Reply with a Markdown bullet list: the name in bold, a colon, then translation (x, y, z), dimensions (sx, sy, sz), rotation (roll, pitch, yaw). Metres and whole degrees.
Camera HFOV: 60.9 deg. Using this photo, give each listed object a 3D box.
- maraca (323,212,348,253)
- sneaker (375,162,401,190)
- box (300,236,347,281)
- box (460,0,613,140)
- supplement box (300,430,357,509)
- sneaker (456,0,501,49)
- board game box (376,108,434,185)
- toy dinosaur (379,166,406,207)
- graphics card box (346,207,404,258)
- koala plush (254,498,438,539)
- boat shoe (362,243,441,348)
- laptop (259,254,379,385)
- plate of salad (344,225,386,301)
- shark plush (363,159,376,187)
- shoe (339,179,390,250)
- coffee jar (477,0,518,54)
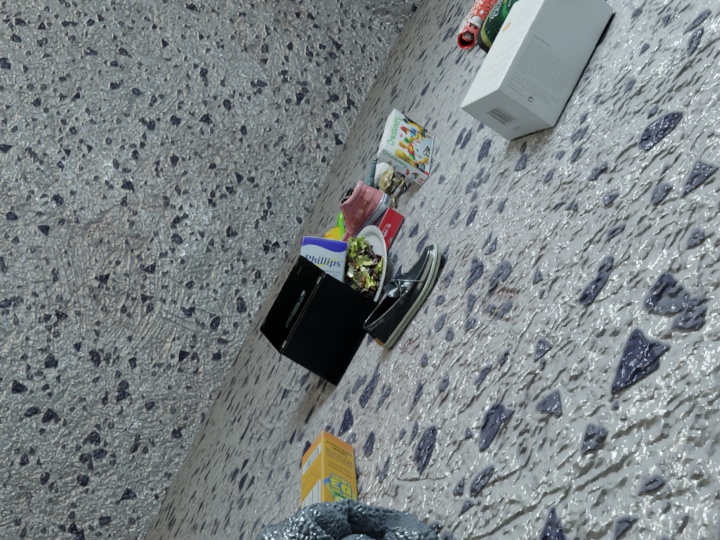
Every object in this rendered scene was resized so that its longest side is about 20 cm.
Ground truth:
- **maraca**: translation (-0.060, -0.063, 1.647), dimensions (0.138, 0.105, 0.202), rotation (112, 162, -47)
- **sneaker**: translation (0.092, -0.261, 1.645), dimensions (0.200, 0.074, 0.101), rotation (143, 134, -60)
- **box**: translation (-0.097, 0.037, 1.420), dimensions (0.184, 0.103, 0.203), rotation (134, 144, -82)
- **box**: translation (0.267, -0.325, 0.950), dimensions (0.202, 0.105, 0.152), rotation (-62, 12, -2)
- **supplement box**: translation (-0.045, 0.321, 0.880), dimensions (0.069, 0.066, 0.200), rotation (-54, 14, 15)
- **sneaker**: translation (0.317, -0.669, 1.603), dimensions (0.201, 0.067, 0.109), rotation (-47, 19, 59)
- **board game box**: translation (0.112, -0.299, 1.471), dimensions (0.035, 0.125, 0.201), rotation (-50, 17, 39)
- **toy dinosaur**: translation (0.073, -0.226, 1.548), dimensions (0.101, 0.057, 0.202), rotation (-123, 45, -57)
- **graphics card box**: translation (0.031, -0.078, 1.486), dimensions (0.127, 0.050, 0.200), rotation (-63, 12, -7)
- **koala plush**: translation (-0.002, 0.313, 0.534), dimensions (0.179, 0.183, 0.200), rotation (-62, 24, -4)
- **boat shoe**: translation (0.072, 0.037, 1.045), dimensions (0.201, 0.062, 0.075), rotation (-58, 11, 10)
- **laptop**: translation (-0.091, 0.099, 1.280), dimensions (0.189, 0.115, 0.200), rotation (-60, 34, 1)
- **plate of salad**: translation (0.000, 0.000, 1.330), dimensions (0.200, 0.047, 0.203), rotation (-35, 49, 56)
- **shark plush**: translation (0.029, -0.193, 1.651), dimensions (0.202, 0.090, 0.083), rotation (-67, 24, 18)
- **shoe**: translation (-0.016, -0.133, 1.466), dimensions (0.200, 0.090, 0.072), rotation (-47, 18, 45)
- **coffee jar**: translation (0.311, -0.504, 1.219), dimensions (0.105, 0.085, 0.200), rotation (-63, 12, -9)
